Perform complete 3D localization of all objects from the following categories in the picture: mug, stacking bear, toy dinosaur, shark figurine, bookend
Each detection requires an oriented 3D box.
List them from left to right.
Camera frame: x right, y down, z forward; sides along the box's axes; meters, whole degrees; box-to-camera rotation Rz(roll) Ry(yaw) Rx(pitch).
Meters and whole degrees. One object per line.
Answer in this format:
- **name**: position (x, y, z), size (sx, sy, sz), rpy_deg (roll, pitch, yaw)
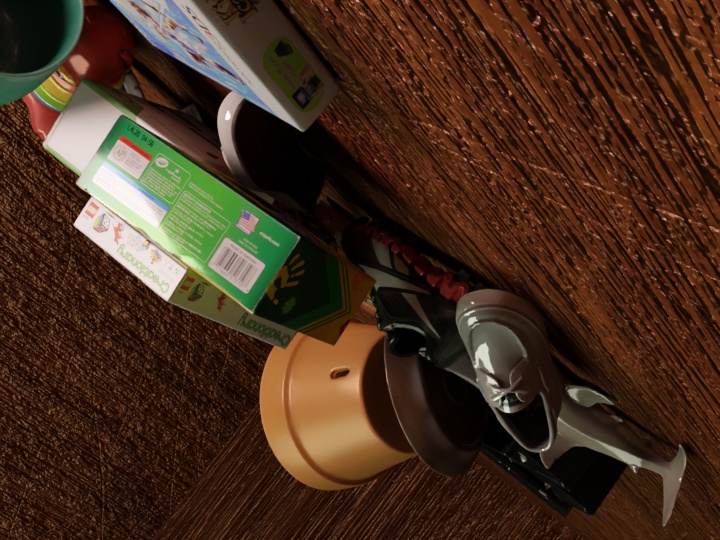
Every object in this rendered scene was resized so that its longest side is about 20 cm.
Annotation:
- **mug**: position (-0.336, -0.239, 1.114), size (0.152, 0.186, 0.114), rpy_deg (24, 153, -28)
- **stacking bear**: position (-0.284, -0.212, 1.246), size (0.122, 0.114, 0.200), rpy_deg (55, 158, -14)
- **toy dinosaur**: position (-0.051, -0.025, 1.196), size (0.102, 0.201, 0.136), rpy_deg (8, 152, -8)
- **bookend**: position (0.231, 0.218, 1.454), size (0.200, 0.092, 0.199), rpy_deg (39, 173, -13)
- **shark figurine**: position (0.221, 0.166, 1.201), size (0.214, 0.090, 0.128), rpy_deg (38, 175, 22)

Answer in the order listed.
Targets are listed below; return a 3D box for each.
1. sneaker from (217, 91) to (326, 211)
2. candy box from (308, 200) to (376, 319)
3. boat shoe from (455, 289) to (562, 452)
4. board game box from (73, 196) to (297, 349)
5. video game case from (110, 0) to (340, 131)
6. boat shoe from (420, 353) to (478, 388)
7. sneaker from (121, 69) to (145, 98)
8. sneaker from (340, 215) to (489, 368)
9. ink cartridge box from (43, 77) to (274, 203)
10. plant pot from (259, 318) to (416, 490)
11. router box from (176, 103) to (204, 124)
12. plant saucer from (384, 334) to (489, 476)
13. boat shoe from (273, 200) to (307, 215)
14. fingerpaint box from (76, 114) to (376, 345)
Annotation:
- **sneaker**: position (-0.098, -0.106, 1.072), size (0.084, 0.073, 0.200), rpy_deg (24, 170, 19)
- **candy box**: position (0.000, 0.000, 1.370), size (0.115, 0.055, 0.200), rpy_deg (34, 173, 13)
- **boat shoe**: position (0.131, 0.093, 1.077), size (0.072, 0.069, 0.200), rpy_deg (-7, 142, 14)
- **board game box**: position (-0.147, 0.005, 1.095), size (0.126, 0.035, 0.200), rpy_deg (35, -178, 30)
- **video game case**: position (-0.128, -0.192, 0.831), size (0.200, 0.045, 0.181), rpy_deg (33, 170, 40)
- **boat shoe**: position (0.100, 0.071, 1.295), size (0.200, 0.072, 0.068), rpy_deg (34, 175, -25)
- **sneaker**: position (-0.276, -0.157, 1.406), size (0.074, 0.084, 0.201), rpy_deg (-138, 28, -70)
- **sneaker**: position (0.038, 0.023, 1.152), size (0.200, 0.098, 0.071), rpy_deg (36, 175, 38)
- **ink cartridge box**: position (-0.189, -0.103, 1.224), size (0.146, 0.084, 0.200), rpy_deg (37, -169, 20)
- **plant pot**: position (0.005, 0.145, 1.401), size (0.200, 0.201, 0.140), rpy_deg (42, 146, -27)
- **router box**: position (-0.168, -0.080, 1.416), size (0.201, 0.051, 0.149), rpy_deg (65, 172, -1)
- **plant saucer**: position (0.091, 0.123, 1.351), size (0.032, 0.201, 0.200), rpy_deg (-18, 139, 28)
- **boat shoe**: position (-0.084, -0.051, 1.455), size (0.062, 0.071, 0.200), rpy_deg (-3, 152, 10)
- **fingerpaint box**: position (-0.106, -0.031, 1.023), size (0.200, 0.073, 0.167), rpy_deg (34, -178, 25)
